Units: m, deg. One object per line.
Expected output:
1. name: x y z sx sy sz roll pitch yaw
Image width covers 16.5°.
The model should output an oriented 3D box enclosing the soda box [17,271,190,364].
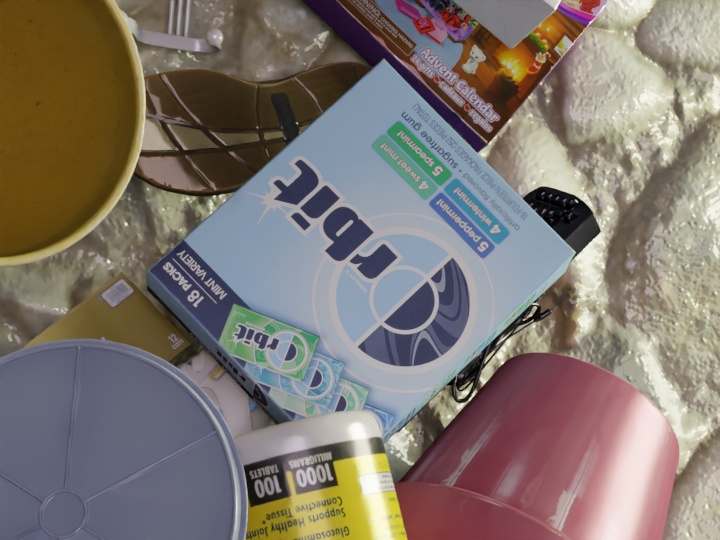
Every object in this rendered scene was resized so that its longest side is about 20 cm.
1. soda box: -0.193 0.086 1.457 0.064 0.068 0.200 46 48 5

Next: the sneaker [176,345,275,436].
1. sneaker: -0.078 0.068 1.530 0.080 0.077 0.201 22 76 -9

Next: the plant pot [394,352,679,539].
1. plant pot: 0.102 0.158 1.513 0.199 0.200 0.180 34 60 -7

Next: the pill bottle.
1. pill bottle: -0.021 0.186 1.375 0.112 0.112 0.201 -12 81 -15

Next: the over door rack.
1. over door rack: -0.177 -0.218 1.549 0.198 0.067 0.149 5 80 -13

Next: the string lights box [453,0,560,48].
1. string lights box: 0.114 -0.250 1.594 0.103 0.059 0.200 39 55 -8

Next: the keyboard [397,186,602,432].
1. keyboard: 0.069 0.015 1.558 0.200 0.104 0.040 -45 127 -16

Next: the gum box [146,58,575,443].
1. gum box: 0.000 0.000 1.497 0.200 0.045 0.170 -42 81 -15

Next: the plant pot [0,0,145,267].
1. plant pot: -0.245 -0.093 1.464 0.199 0.142 0.202 5 81 -29

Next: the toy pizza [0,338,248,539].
1. toy pizza: -0.157 0.135 1.341 0.199 0.032 0.202 -3 70 7

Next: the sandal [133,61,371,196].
1. sandal: -0.070 -0.087 1.568 0.199 0.054 0.081 -10 81 -30

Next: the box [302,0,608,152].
1. box: 0.045 -0.191 1.608 0.200 0.039 0.137 42 69 -5
